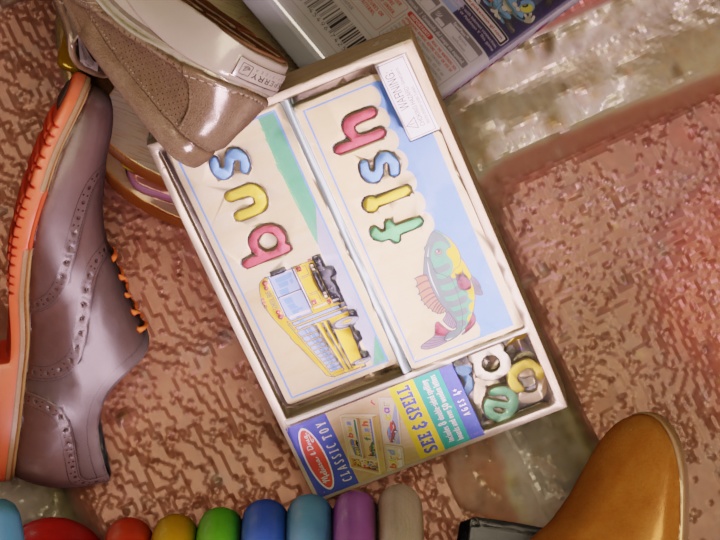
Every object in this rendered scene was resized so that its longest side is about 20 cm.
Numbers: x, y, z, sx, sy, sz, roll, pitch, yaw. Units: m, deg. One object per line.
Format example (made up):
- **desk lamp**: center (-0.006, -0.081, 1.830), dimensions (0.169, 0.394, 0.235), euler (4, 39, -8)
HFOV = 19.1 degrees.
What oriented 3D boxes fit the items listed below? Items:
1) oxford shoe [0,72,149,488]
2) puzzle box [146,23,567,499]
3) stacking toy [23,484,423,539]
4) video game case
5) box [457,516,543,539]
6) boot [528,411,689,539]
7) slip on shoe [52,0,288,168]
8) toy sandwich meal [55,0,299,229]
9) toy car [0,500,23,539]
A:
- **oxford shoe**: center (-0.131, 0.007, 1.003), dimensions (0.072, 0.071, 0.200), euler (10, 108, -7)
- **puzzle box**: center (0.000, 0.000, 0.995), dimensions (0.133, 0.025, 0.200), euler (-22, 111, 9)
- **stacking toy**: center (-0.071, 0.142, 1.002), dimensions (0.200, 0.085, 0.086), euler (1, 81, -1)
- **video game case**: center (0.003, -0.179, 1.048), dimensions (0.182, 0.023, 0.200), euler (-38, 85, -35)
- **box**: center (0.112, 0.229, 1.020), dimensions (0.160, 0.044, 0.200), euler (11, 80, -3)
- **boot**: center (0.061, 0.147, 0.948), dimensions (0.144, 0.071, 0.202), euler (17, 86, -29)
- **slip on shoe**: center (-0.114, -0.118, 0.967), dimensions (0.200, 0.076, 0.061), euler (39, 103, 30)
- **toy sandwich meal**: center (-0.060, -0.118, 1.044), dimensions (0.205, 0.070, 0.206), euler (1, 81, -5)
- **toy car**: center (-0.161, 0.203, 0.926), dimensions (0.177, 0.200, 0.185), euler (-17, 79, 23)
